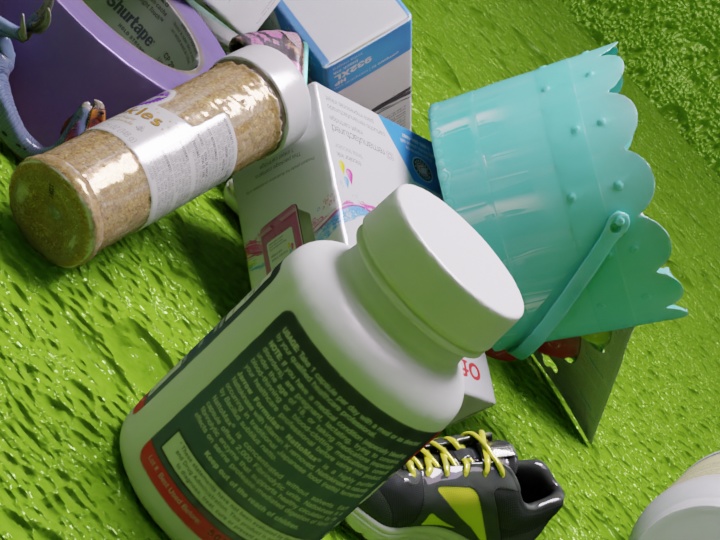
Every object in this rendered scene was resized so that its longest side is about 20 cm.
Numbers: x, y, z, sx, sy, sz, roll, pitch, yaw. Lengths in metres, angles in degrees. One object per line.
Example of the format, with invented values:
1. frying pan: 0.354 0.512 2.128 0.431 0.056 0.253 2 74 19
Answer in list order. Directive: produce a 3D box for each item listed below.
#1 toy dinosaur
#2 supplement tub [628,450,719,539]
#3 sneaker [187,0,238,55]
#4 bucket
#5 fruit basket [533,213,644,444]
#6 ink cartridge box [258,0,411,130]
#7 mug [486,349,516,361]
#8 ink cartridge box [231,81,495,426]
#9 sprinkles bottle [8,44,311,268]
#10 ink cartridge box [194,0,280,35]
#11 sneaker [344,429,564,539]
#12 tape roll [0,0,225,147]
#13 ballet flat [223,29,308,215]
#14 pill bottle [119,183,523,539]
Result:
1. toy dinosaur: -0.227 -0.139 1.085 0.182 0.105 0.200 58 -5 -37
2. supplement tub: 0.274 0.212 1.342 0.145 0.145 0.200 50 19 11
3. sneaker: -0.095 -0.169 1.438 0.200 0.074 0.118 41 25 -7
4. bucket: 0.133 -0.044 1.247 0.207 0.135 0.207 -15 90 -81
5. fruit basket: 0.176 0.013 1.514 0.200 0.094 0.185 94 -26 -47
6. ink cartridge box: -0.031 -0.183 1.465 0.145 0.084 0.200 53 -12 19
7. mug: 0.057 -0.030 1.382 0.177 0.134 0.200 30 9 39
8. ink cartridge box: 0.000 0.000 1.191 0.144 0.085 0.200 21 51 -50
9. sprinkles bottle: -0.113 -0.070 1.081 0.068 0.068 0.200 48 45 7
10. ink cartridge box: -0.133 -0.248 1.282 0.116 0.067 0.200 39 1 23
11. sneaker: 0.047 0.124 1.125 0.200 0.085 0.075 28 25 -44
12. tape roll: -0.181 -0.150 1.203 0.200 0.085 0.200 41 18 -16
13. ballet flat: -0.065 -0.081 1.311 0.071 0.069 0.200 -1 69 -18
14. pill bottle: -0.017 0.056 0.942 0.120 0.200 0.120 40 20 -18
